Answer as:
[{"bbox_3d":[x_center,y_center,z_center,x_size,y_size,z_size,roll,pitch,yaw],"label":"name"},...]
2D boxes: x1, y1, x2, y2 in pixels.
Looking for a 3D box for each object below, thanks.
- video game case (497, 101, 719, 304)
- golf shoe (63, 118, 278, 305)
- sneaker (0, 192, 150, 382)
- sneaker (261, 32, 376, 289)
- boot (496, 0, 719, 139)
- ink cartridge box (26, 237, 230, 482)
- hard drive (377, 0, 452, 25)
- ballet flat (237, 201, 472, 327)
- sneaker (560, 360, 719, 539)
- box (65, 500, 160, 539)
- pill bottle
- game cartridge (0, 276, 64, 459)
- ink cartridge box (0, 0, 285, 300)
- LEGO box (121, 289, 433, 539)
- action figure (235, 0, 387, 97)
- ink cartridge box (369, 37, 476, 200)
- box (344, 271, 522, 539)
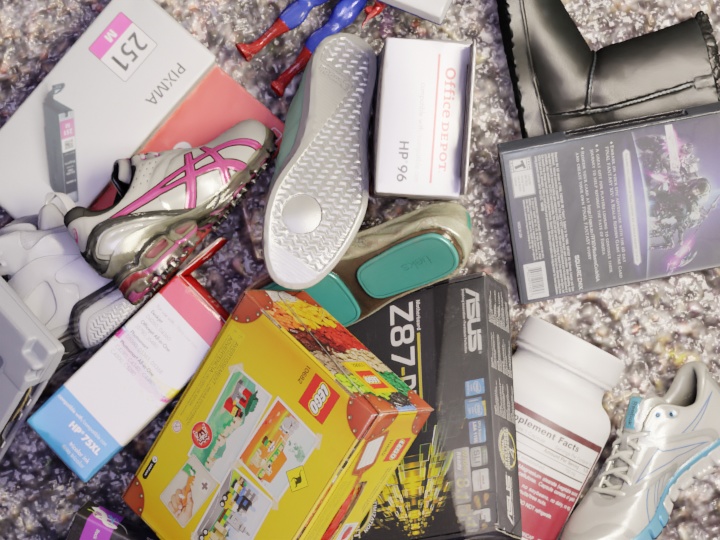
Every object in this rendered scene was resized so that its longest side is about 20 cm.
[{"bbox_3d":[0.212,-0.053,1.656,0.198,0.019,0.144,-11,123,0],"label":"video game case"},{"bbox_3d":[-0.137,-0.065,1.605,0.092,0.073,0.200,43,49,1],"label":"golf shoe"},{"bbox_3d":[-0.259,0.030,1.635,0.200,0.075,0.115,-38,94,22],"label":"sneaker"},{"bbox_3d":[-0.032,-0.068,1.631,0.073,0.118,0.202,15,72,-4],"label":"sneaker"},{"bbox_3d":[0.196,-0.167,1.665,0.161,0.073,0.200,-12,98,1],"label":"boot"},{"bbox_3d":[-0.156,0.065,1.636,0.200,0.116,0.067,-44,91,0],"label":"ink cartridge box"},{"bbox_3d":[-0.004,-0.285,1.650,0.199,0.025,0.133,23,77,9],"label":"hard drive"},{"bbox_3d":[0.000,0.000,1.624,0.199,0.063,0.068,-18,118,24],"label":"ballet flat"},{"bbox_3d":[0.212,0.143,1.635,0.200,0.075,0.087,-43,118,-30],"label":"sneaker"},{"bbox_3d":[-0.150,0.283,1.648,0.199,0.036,0.144,26,110,6],"label":"box"},{"bbox_3d":[0.122,0.142,1.648,0.112,0.113,0.201,27,89,-2],"label":"pill bottle"},{"bbox_3d":[-0.310,0.080,1.615,0.133,0.041,0.200,44,124,12],"label":"game cartridge"},{"bbox_3d":[-0.179,-0.093,1.671,0.173,0.044,0.200,41,90,-1],"label":"ink cartridge box"},{"bbox_3d":[-0.064,0.137,1.574,0.149,0.077,0.201,42,111,26],"label":"LEGO box"},{"bbox_3d":[-0.006,-0.223,1.673,0.200,0.052,0.065,-44,87,-3],"label":"action figure"},{"bbox_3d":[0.044,-0.112,1.597,0.067,0.200,0.117,3,90,-2],"label":"ink cartridge box"},{"bbox_3d":[0.039,0.115,1.613,0.160,0.049,0.201,-12,68,27],"label":"box"}]
